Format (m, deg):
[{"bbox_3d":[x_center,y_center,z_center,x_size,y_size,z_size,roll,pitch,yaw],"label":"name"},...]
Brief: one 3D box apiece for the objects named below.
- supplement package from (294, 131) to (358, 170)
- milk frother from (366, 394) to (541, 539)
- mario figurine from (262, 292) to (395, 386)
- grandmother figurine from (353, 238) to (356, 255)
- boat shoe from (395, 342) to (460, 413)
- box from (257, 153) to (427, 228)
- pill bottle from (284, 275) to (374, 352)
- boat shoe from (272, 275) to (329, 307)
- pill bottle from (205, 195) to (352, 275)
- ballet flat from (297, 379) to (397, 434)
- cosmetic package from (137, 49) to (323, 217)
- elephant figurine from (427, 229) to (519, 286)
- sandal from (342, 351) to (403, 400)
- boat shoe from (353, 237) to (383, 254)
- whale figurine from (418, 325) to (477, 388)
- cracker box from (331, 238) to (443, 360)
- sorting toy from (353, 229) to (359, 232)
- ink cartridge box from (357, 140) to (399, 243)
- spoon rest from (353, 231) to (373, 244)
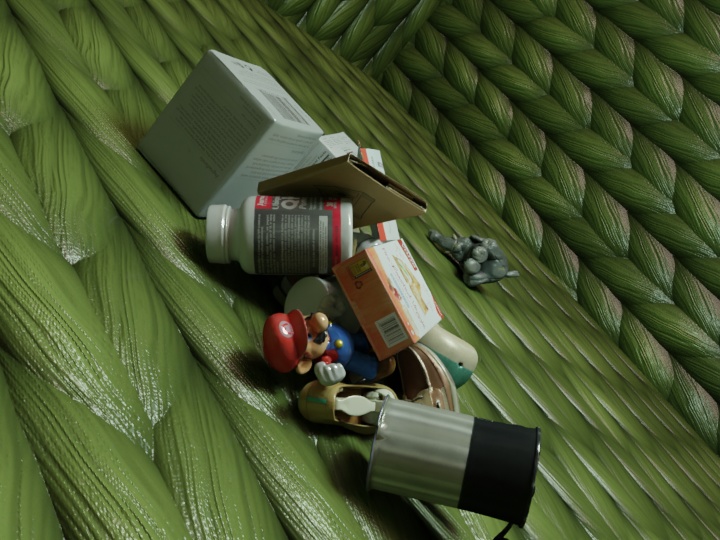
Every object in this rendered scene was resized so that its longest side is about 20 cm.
[{"bbox_3d":[-0.072,-0.171,1.539,0.111,0.156,0.200,46,18,1],"label":"supplement package"},{"bbox_3d":[0.099,0.273,0.934,0.188,0.181,0.200,11,48,10],"label":"milk frother"},{"bbox_3d":[-0.033,0.085,0.999,0.123,0.106,0.200,16,1,44],"label":"mario figurine"},{"bbox_3d":[-0.111,-0.059,1.238,0.200,0.061,0.121,16,-16,23],"label":"grandmother figurine"},{"bbox_3d":[0.094,0.196,1.109,0.072,0.076,0.200,-13,75,-41],"label":"boat shoe"},{"bbox_3d":[-0.029,-0.107,1.159,0.163,0.200,0.021,27,66,-39],"label":"box"},{"bbox_3d":[-0.015,0.070,1.169,0.200,0.113,0.113,22,27,-49],"label":"pill bottle"},{"bbox_3d":[-0.064,0.018,1.259,0.075,0.068,0.200,45,17,7],"label":"boat shoe"},{"bbox_3d":[-0.111,-0.049,1.117,0.200,0.111,0.111,1,25,-3],"label":"pill bottle"},{"bbox_3d":[0.004,0.179,1.029,0.200,0.063,0.069,12,79,-50],"label":"ballet flat"},{"bbox_3d":[-0.204,-0.207,1.262,0.165,0.200,0.165,48,18,14],"label":"cosmetic package"},{"bbox_3d":[0.296,-0.046,2.125,0.155,0.141,0.200,66,-11,-26],"label":"elephant figurine"},{"bbox_3d":[0.050,0.160,1.180,0.201,0.057,0.080,19,67,-31],"label":"sandal"},{"bbox_3d":[0.000,0.000,1.323,0.065,0.074,0.200,54,-23,26],"label":"boat shoe"},{"bbox_3d":[0.103,0.138,1.338,0.159,0.104,0.200,30,-3,-33],"label":"whale figurine"},{"bbox_3d":[0.043,0.033,1.084,0.134,0.058,0.200,62,17,2],"label":"cracker box"},{"bbox_3d":[0.033,-0.016,1.605,0.200,0.036,0.185,46,17,9],"label":"sorting toy"},{"bbox_3d":[0.032,-0.124,1.329,0.200,0.057,0.163,137,-59,-83],"label":"ink cartridge box"},{"bbox_3d":[-0.046,-0.041,1.414,0.200,0.099,0.061,12,47,-44],"label":"spoon rest"}]
